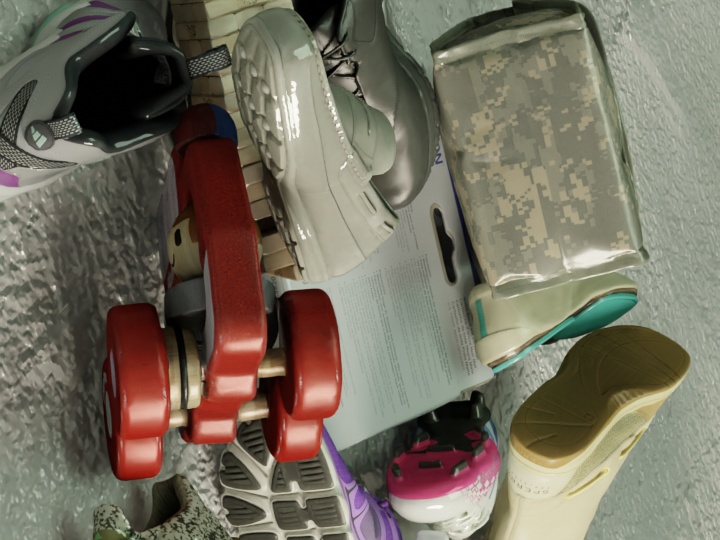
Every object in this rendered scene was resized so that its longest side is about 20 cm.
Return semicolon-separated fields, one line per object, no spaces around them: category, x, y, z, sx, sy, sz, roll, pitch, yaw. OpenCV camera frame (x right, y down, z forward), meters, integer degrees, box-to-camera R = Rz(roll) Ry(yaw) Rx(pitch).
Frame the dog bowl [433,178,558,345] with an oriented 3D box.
dog bowl;0.095;-0.042;1.446;0.200;0.058;0.202;26;59;-54

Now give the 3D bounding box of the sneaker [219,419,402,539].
sneaker;-0.021;0.148;1.193;0.084;0.080;0.201;-66;144;-46

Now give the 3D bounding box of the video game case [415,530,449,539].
video game case;0.047;0.285;1.241;0.201;0.023;0.184;70;25;-57

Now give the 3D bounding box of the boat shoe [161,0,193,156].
boat shoe;-0.077;-0.138;1.166;0.073;0.060;0.202;5;73;-24

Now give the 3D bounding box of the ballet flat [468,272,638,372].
ballet flat;0.130;0.017;1.377;0.199;0.069;0.070;-16;94;-59

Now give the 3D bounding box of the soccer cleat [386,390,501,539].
soccer cleat;0.061;0.140;1.287;0.200;0.069;0.087;-51;135;-75

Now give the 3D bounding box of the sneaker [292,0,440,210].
sneaker;-0.011;-0.126;1.184;0.091;0.075;0.202;-45;123;-59

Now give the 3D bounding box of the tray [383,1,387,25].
tray;-0.032;-0.161;1.309;0.199;0.022;0.109;6;75;-58

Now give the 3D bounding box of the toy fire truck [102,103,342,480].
toy fire truck;-0.081;0.010;1.042;0.200;0.111;0.170;114;-32;-68

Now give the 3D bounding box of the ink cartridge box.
ink cartridge box;0.000;0.000;1.280;0.199;0.040;0.202;-17;96;-52

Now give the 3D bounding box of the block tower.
block tower;-0.059;-0.094;1.111;0.054;0.058;0.202;-19;102;-23

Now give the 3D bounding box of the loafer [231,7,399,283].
loafer;-0.018;-0.067;1.018;0.070;0.069;0.200;60;-9;28

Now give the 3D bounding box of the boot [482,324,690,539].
boot;0.153;0.136;1.408;0.200;0.072;0.157;-36;146;-48

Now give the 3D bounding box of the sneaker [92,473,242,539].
sneaker;-0.125;0.168;1.029;0.089;0.076;0.200;61;29;-6

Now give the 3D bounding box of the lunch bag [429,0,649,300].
lunch bag;0.114;-0.086;1.302;0.200;0.116;0.166;-80;156;-78

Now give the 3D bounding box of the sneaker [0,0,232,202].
sneaker;-0.117;-0.100;1.035;0.078;0.139;0.200;63;35;-20
